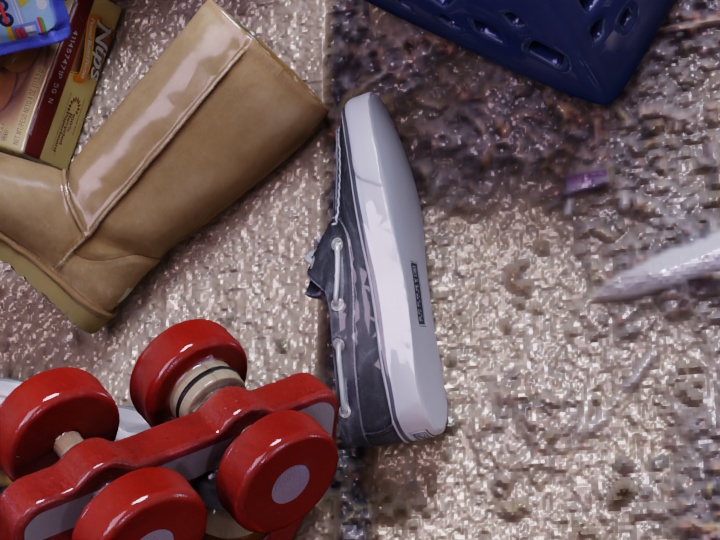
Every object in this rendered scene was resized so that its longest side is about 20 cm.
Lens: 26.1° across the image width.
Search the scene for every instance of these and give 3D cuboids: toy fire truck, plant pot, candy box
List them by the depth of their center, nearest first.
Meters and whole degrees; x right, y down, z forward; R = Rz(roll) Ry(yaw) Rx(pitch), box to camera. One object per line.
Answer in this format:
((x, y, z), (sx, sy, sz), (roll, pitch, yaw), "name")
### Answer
((-0.104, 0.133, 0.826), (0.112, 0.200, 0.168), (41, 136, 37), "toy fire truck")
((0.079, -0.235, 0.836), (0.200, 0.180, 0.200), (28, 88, 25), "plant pot")
((-0.267, -0.147, 1.024), (0.200, 0.055, 0.116), (17, 86, 24), "candy box")

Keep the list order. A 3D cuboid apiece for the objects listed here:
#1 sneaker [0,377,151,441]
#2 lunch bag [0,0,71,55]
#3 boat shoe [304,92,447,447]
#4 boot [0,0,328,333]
((-0.180, 0.109, 0.923), (0.200, 0.070, 0.080), (12, 85, 23), "sneaker")
((-0.269, -0.197, 0.928), (0.199, 0.094, 0.151), (-8, 116, 14), "lunch bag")
((0.000, 0.000, 0.878), (0.068, 0.072, 0.201), (-12, 81, 18), "boat shoe")
((-0.149, -0.085, 0.928), (0.175, 0.066, 0.200), (42, 100, -19), "boot")
